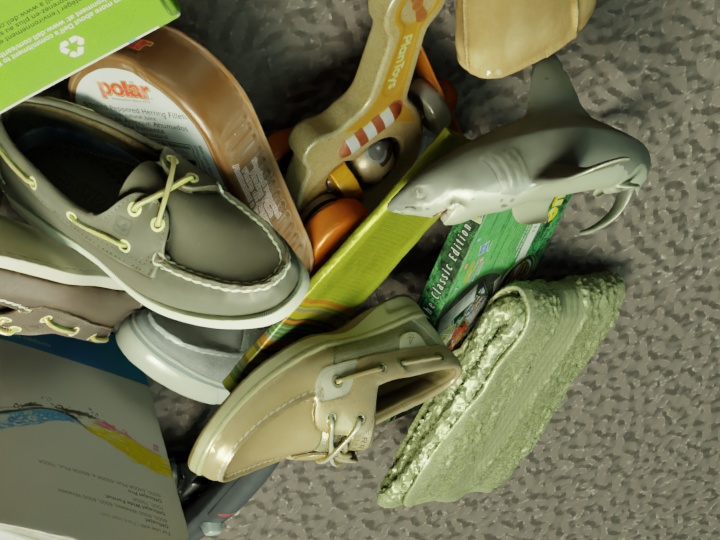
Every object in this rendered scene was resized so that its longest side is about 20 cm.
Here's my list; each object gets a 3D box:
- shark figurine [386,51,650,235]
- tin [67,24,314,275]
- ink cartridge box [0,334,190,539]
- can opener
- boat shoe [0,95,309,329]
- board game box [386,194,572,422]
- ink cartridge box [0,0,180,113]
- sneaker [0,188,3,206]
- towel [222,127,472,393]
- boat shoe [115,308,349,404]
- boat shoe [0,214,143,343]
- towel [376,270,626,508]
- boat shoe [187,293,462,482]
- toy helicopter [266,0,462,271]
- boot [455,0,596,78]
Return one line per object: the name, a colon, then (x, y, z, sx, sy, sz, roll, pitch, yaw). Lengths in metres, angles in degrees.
shark figurine: (0.122, -0.078, 0.947, 0.127, 0.091, 0.213, -22, 169, 40)
tin: (-0.094, -0.050, 0.931, 0.111, 0.042, 0.201, 7, 137, 33)
ink cartridge box: (-0.208, 0.141, 0.988, 0.144, 0.201, 0.148, 22, 118, -35)
can opener: (-0.095, 0.137, 1.082, 0.078, 0.064, 0.200, -12, 167, -33)
boat shoe: (-0.116, -0.033, 0.872, 0.072, 0.200, 0.061, -51, 152, -26)
board game box: (0.078, 0.006, 1.083, 0.104, 0.023, 0.201, -16, 138, -46)
ink cartridge box: (-0.201, -0.139, 0.789, 0.198, 0.149, 0.076, -28, 135, 5)
sneaker: (-0.236, -0.060, 0.912, 0.075, 0.071, 0.201, -19, 140, -30)
towel: (0.000, 0.000, 0.975, 0.200, 0.018, 0.086, -48, 165, 11)
boat shoe: (-0.061, 0.044, 1.062, 0.199, 0.070, 0.072, 15, 118, -38)
boat shoe: (-0.184, 0.008, 0.924, 0.060, 0.072, 0.200, -59, 161, 8)
towel: (0.100, 0.085, 1.147, 0.148, 0.036, 0.201, -7, 133, -50)
boat shoe: (-0.016, 0.079, 0.983, 0.199, 0.065, 0.072, -27, 155, -43)
toy helicopter: (0.017, -0.099, 0.957, 0.131, 0.079, 0.201, -21, 147, -32)
boot: (0.113, -0.225, 0.886, 0.174, 0.066, 0.201, -29, 137, -18)
